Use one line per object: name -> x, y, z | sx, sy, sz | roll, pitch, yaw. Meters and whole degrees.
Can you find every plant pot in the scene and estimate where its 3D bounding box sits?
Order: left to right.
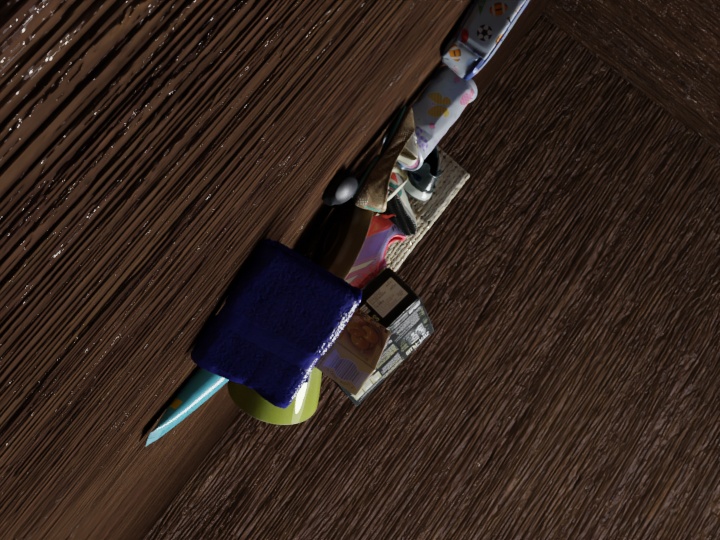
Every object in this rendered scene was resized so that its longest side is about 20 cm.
plant pot -> -0.147, 0.159, 1.672 | 0.187, 0.185, 0.202 | -50, 161, -62
plant pot -> -0.038, -0.048, 1.415 | 0.201, 0.027, 0.201 | -53, -159, 31

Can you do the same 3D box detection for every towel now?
towel -> -0.106, 0.066, 1.080 | 0.201, 0.147, 0.050 | -54, -164, 24

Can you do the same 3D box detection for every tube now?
tube -> -0.243, 0.180, 1.278 | 0.200, 0.050, 0.078 | -47, 171, -31

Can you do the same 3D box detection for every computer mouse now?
computer mouse -> -0.027, -0.116, 1.329 | 0.059, 0.034, 0.200 | -54, 179, -2

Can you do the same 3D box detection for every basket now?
basket -> 0.083, -0.142, 1.725 | 0.200, 0.160, 0.199 | -49, 178, -37

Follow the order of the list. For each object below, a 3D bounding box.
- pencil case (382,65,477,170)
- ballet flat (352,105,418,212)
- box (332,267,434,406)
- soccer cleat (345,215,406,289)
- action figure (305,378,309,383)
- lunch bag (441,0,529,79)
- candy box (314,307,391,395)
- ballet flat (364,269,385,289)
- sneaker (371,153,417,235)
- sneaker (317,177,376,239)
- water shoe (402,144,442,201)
pencil case -> 0.120, -0.265, 1.490 | 0.201, 0.083, 0.091 | -52, -177, -26
ballet flat -> 0.053, -0.172, 1.368 | 0.201, 0.065, 0.071 | -62, -175, -22
box -> 0.020, 0.118, 1.496 | 0.200, 0.086, 0.164 | -43, 153, -7
soccer cleat -> 0.000, 0.000, 1.458 | 0.201, 0.076, 0.067 | -59, 174, -9
action figure -> -0.129, 0.090, 1.393 | 0.194, 0.103, 0.203 | 107, -18, -66
lunch bag -> 0.210, -0.401, 1.375 | 0.201, 0.075, 0.160 | -52, -179, 11
candy box -> -0.061, 0.068, 1.160 | 0.055, 0.199, 0.116 | -52, -177, 24
ballet flat -> 0.017, 0.005, 1.598 | 0.064, 0.068, 0.200 | -42, 163, 3
sneaker -> 0.057, -0.130, 1.511 | 0.200, 0.069, 0.095 | 55, 34, -63
sneaker -> 0.004, -0.097, 1.562 | 0.201, 0.073, 0.077 | -55, -143, 2
water shoe -> 0.115, -0.209, 1.567 | 0.079, 0.071, 0.201 | -52, -150, 34
